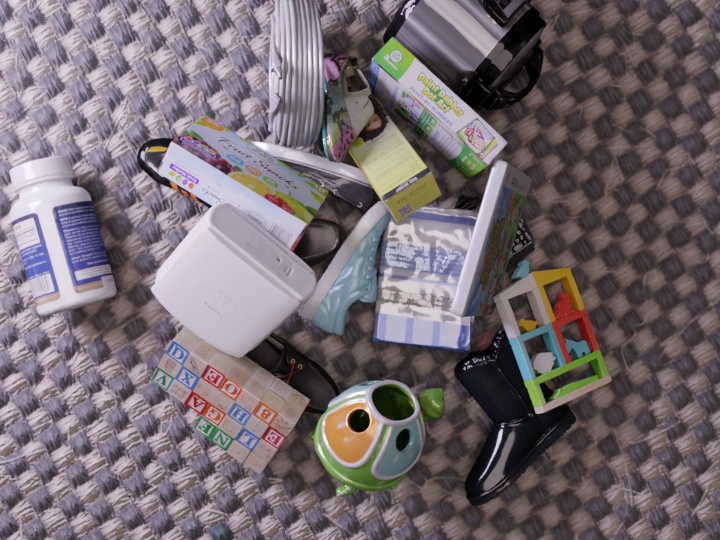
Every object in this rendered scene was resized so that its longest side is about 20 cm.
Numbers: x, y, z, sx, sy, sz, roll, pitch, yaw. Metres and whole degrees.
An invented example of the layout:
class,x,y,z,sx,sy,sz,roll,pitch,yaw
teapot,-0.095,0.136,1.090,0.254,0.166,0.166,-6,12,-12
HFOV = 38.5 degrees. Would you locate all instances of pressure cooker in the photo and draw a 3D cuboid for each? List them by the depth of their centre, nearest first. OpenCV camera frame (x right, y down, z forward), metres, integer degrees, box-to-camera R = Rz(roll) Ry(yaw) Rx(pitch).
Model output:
class,x,y,z,sx,sy,sz,roll,pitch,yaw
pressure cooker,0.152,-0.306,1.379,0.200,0.179,0.176,42,91,3

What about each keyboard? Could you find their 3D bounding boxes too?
class,x,y,z,sx,sy,sz,roll,pitch,yaw
keyboard,0.140,-0.027,1.460,0.199,0.021,0.128,-36,91,-1

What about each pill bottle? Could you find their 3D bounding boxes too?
class,x,y,z,sx,sy,sz,roll,pitch,yaw
pill bottle,-0.411,-0.047,1.407,0.110,0.111,0.202,-16,91,0

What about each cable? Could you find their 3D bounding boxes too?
class,x,y,z,sx,sy,sz,roll,pitch,yaw
cable,-0.087,-0.265,1.366,0.068,0.200,0.202,1,68,-6

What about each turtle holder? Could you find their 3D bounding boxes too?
class,x,y,z,sx,sy,sz,roll,pitch,yaw
turtle holder,0.035,0.217,1.385,0.184,0.142,0.132,12,132,-22

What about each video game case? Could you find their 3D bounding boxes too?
class,x,y,z,sx,sy,sz,roll,pitch,yaw
video game case,0.176,-0.038,1.365,0.022,0.182,0.202,18,94,19

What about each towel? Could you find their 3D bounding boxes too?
class,x,y,z,sx,sy,sz,roll,pitch,yaw
towel,0.097,0.009,1.439,0.145,0.024,0.203,7,92,0

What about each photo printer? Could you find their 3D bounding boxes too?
class,x,y,z,sx,sy,sz,roll,pitch,yaw
photo printer,-0.171,0.022,1.323,0.166,0.200,0.070,39,45,-11

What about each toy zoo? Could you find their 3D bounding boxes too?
class,x,y,z,sx,sy,sz,roll,pitch,yaw
toy zoo,0.261,0.081,1.428,0.130,0.020,0.202,-18,86,-28

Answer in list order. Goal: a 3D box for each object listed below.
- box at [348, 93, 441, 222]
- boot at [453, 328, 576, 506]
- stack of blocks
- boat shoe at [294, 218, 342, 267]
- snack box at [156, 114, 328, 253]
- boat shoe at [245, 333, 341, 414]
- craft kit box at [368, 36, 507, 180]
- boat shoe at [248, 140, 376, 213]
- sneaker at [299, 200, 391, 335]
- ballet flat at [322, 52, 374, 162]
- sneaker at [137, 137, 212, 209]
class,x,y,z,sx,sy,sz,roll,pitch,yaw
box,0.028,-0.157,1.383,0.075,0.050,0.201,-32,50,-1
boot,0.180,0.201,1.433,0.200,0.076,0.169,-41,95,-7
stack of blocks,-0.184,0.173,1.413,0.199,0.059,0.116,35,123,-1
boat shoe,-0.122,-0.029,1.429,0.198,0.073,0.075,-12,91,0
snack box,-0.149,-0.115,1.343,0.199,0.142,0.053,32,113,-4
boat shoe,-0.113,0.136,1.439,0.201,0.063,0.074,37,88,-2
craft kit box,0.096,-0.207,1.367,0.197,0.200,0.049,45,89,-1
boat shoe,-0.073,-0.127,1.436,0.198,0.070,0.067,16,89,-8
sneaker,0.000,0.000,1.434,0.082,0.074,0.201,33,102,0
ballet flat,-0.019,-0.228,1.384,0.070,0.069,0.201,-11,47,6
sneaker,-0.218,-0.128,1.418,0.199,0.090,0.071,28,90,-1
